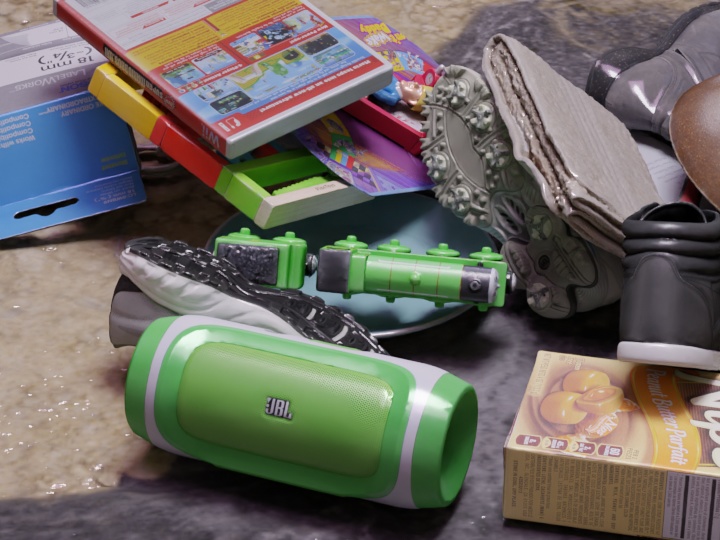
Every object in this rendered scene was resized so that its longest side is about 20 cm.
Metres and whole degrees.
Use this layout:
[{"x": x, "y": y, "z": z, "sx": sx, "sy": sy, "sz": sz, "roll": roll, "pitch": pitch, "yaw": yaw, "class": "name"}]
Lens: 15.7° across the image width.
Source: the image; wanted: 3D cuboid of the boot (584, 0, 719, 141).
[{"x": 0.271, "y": -0.131, "z": 1.942, "sx": 0.131, "sy": 0.070, "sz": 0.200, "roll": 29, "pitch": 41, "yaw": 31, "class": "boot"}]

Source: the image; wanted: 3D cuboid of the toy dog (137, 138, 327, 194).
[{"x": -0.076, "y": -0.125, "z": 1.888, "sx": 0.199, "sy": 0.097, "sz": 0.132, "roll": 11, "pitch": 32, "yaw": 17, "class": "toy dog"}]

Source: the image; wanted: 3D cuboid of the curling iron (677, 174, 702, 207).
[{"x": 0.229, "y": -0.032, "z": 1.769, "sx": 0.049, "sy": 0.026, "sz": 0.200, "roll": 14, "pitch": 34, "yaw": 17, "class": "curling iron"}]

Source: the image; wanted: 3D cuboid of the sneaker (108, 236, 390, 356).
[{"x": -0.065, "y": 0.049, "z": 1.631, "sx": 0.200, "sy": 0.080, "sz": 0.074, "roll": 24, "pitch": 17, "yaw": 8, "class": "sneaker"}]

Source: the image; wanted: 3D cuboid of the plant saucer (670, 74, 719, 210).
[{"x": 0.314, "y": -0.081, "z": 1.808, "sx": 0.200, "sy": 0.037, "sz": 0.201, "roll": 14, "pitch": 39, "yaw": -12, "class": "plant saucer"}]

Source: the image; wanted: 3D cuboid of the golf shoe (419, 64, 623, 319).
[{"x": 0.114, "y": -0.052, "z": 1.758, "sx": 0.097, "sy": 0.078, "sz": 0.200, "roll": -1, "pitch": 54, "yaw": -48, "class": "golf shoe"}]

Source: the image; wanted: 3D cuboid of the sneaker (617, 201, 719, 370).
[{"x": 0.204, "y": 0.009, "z": 1.600, "sx": 0.070, "sy": 0.100, "sz": 0.200, "roll": 5, "pitch": 0, "yaw": 18, "class": "sneaker"}]

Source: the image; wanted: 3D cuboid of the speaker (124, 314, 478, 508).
[{"x": -0.035, "y": 0.083, "z": 1.543, "sx": 0.199, "sy": 0.089, "sz": 0.088, "roll": 12, "pitch": 32, "yaw": 18, "class": "speaker"}]

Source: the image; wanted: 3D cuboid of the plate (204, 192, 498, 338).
[{"x": -0.006, "y": 0.000, "z": 1.749, "sx": 0.199, "sy": 0.026, "sz": 0.200, "roll": 0, "pitch": 30, "yaw": 0, "class": "plate"}]

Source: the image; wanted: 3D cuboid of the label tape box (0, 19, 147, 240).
[{"x": -0.238, "y": -0.104, "z": 1.861, "sx": 0.144, "sy": 0.063, "sz": 0.200, "roll": -16, "pitch": 31, "yaw": -4, "class": "label tape box"}]

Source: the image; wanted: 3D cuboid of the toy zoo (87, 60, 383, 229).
[{"x": -0.095, "y": -0.101, "z": 1.774, "sx": 0.200, "sy": 0.021, "sz": 0.131, "roll": 37, "pitch": 29, "yaw": 23, "class": "toy zoo"}]

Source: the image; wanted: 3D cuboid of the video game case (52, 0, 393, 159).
[{"x": -0.095, "y": -0.157, "z": 1.770, "sx": 0.143, "sy": 0.017, "sz": 0.200, "roll": -27, "pitch": 49, "yaw": -31, "class": "video game case"}]

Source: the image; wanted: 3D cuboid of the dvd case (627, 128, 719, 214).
[{"x": 0.197, "y": -0.047, "z": 1.838, "sx": 0.142, "sy": 0.018, "sz": 0.200, "roll": -21, "pitch": 37, "yaw": -33, "class": "dvd case"}]

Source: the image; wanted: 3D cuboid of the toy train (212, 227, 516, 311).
[{"x": 0.000, "y": 0.000, "z": 1.672, "sx": 0.199, "sy": 0.042, "sz": 0.056, "roll": 5, "pitch": 4, "yaw": 8, "class": "toy train"}]

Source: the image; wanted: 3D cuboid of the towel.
[{"x": 0.150, "y": -0.068, "z": 1.715, "sx": 0.132, "sy": 0.034, "sz": 0.200, "roll": 35, "pitch": 22, "yaw": -30, "class": "towel"}]

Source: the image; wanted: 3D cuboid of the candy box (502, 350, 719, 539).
[{"x": 0.191, "y": 0.108, "z": 1.538, "sx": 0.199, "sy": 0.055, "sz": 0.116, "roll": 6, "pitch": 30, "yaw": 11, "class": "candy box"}]

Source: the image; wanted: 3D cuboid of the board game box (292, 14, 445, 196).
[{"x": 0.019, "y": -0.129, "z": 1.816, "sx": 0.200, "sy": 0.039, "sz": 0.158, "roll": -9, "pitch": 58, "yaw": -49, "class": "board game box"}]
